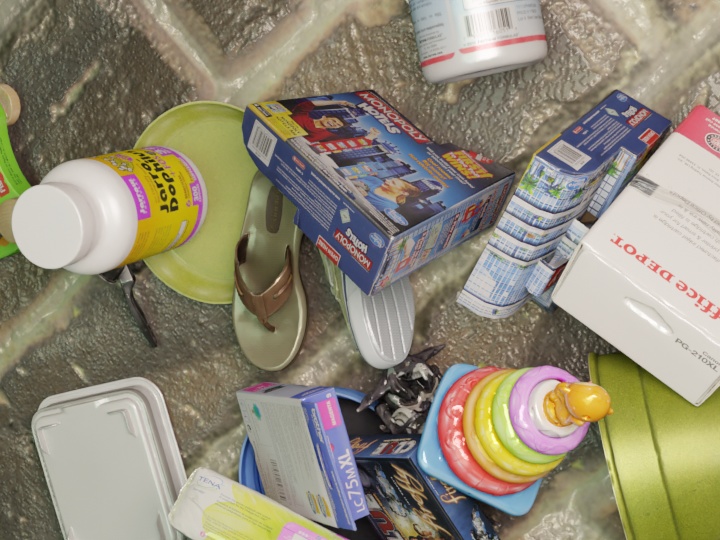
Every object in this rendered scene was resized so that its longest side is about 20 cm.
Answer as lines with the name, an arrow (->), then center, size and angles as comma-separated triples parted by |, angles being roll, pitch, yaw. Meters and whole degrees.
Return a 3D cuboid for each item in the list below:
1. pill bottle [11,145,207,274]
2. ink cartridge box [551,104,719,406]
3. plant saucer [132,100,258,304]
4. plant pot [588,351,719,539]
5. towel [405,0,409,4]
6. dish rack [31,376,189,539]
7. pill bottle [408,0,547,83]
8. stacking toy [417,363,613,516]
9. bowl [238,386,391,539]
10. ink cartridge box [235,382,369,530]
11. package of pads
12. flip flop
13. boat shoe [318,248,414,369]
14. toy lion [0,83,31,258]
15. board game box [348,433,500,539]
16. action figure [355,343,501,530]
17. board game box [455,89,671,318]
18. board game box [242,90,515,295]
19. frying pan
pill bottle -> -0.229, -0.055, 1.173 | 0.104, 0.200, 0.105 | 5, 103, 21
ink cartridge box -> 0.266, -0.015, 1.007 | 0.145, 0.200, 0.084 | 37, 146, 12
plant saucer -> -0.142, -0.068, 1.261 | 0.199, 0.031, 0.201 | 4, 102, 21
plant pot -> 0.305, 0.143, 1.046 | 0.192, 0.200, 0.201 | -14, 95, 12
towel -> 0.067, -0.318, 1.132 | 0.144, 0.023, 0.200 | -40, 84, 23
dish rack -> -0.269, 0.224, 1.363 | 0.171, 0.044, 0.201 | -14, 94, 25
pill bottle -> 0.087, -0.263, 1.062 | 0.108, 0.109, 0.201 | -9, 95, 23
stacking toy -> 0.138, 0.116, 1.009 | 0.116, 0.110, 0.200 | 27, 156, -11
bowl -> -0.024, 0.210, 1.262 | 0.200, 0.039, 0.201 | 4, 102, 22
ink cartridge box -> -0.050, 0.164, 1.157 | 0.200, 0.042, 0.120 | -6, 101, 67
package of pads -> -0.070, 0.263, 1.183 | 0.200, 0.155, 0.068 | 24, 74, 17
flip flop -> -0.088, -0.002, 1.204 | 0.081, 0.058, 0.201 | 12, 105, 19
boat shoe -> 0.000, 0.000, 1.180 | 0.062, 0.072, 0.201 | -30, 59, 41
toy lion -> -0.427, -0.099, 1.360 | 0.191, 0.069, 0.200 | -25, 91, 31
board game box -> 0.066, 0.236, 1.148 | 0.135, 0.035, 0.200 | -13, 114, 57
action figure -> 0.079, 0.138, 1.167 | 0.200, 0.119, 0.102 | 57, 144, -4
board game box -> 0.164, -0.032, 1.077 | 0.062, 0.200, 0.200 | 34, 125, 14
board game box -> 0.027, -0.078, 1.114 | 0.200, 0.199, 0.062 | 45, 129, 32
frying pan -> -0.250, -0.008, 1.276 | 0.031, 0.115, 0.190 | -27, 90, 6
